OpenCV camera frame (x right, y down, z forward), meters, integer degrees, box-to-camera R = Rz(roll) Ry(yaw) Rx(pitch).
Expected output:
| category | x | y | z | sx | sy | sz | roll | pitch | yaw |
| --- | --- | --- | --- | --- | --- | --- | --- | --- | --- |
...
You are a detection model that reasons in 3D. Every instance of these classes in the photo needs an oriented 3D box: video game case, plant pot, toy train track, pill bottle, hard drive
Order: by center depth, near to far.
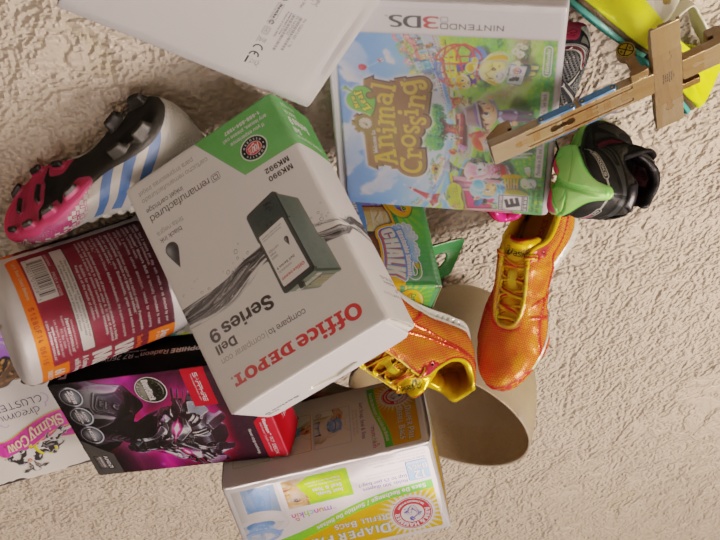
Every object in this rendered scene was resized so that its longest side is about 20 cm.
| category | x | y | z | sx | sy | sz | roll | pitch | yaw |
| --- | --- | --- | --- | --- | --- | --- | --- | --- | --- |
| hard drive | -0.095 | -0.198 | 0.735 | 0.198 | 0.027 | 0.132 | 19 | 137 | -24 |
| toy train track | 0.185 | -0.138 | 0.790 | 0.198 | 0.033 | 0.115 | -24 | 146 | 4 |
| video game case | 0.066 | -0.129 | 0.832 | 0.179 | 0.022 | 0.202 | 5 | 136 | 9 |
| pill bottle | -0.213 | 0.015 | 0.915 | 0.198 | 0.110 | 0.110 | -20 | 151 | -24 |
| plant pot | 0.102 | 0.095 | 1.110 | 0.198 | 0.136 | 0.201 | 18 | 150 | 11 |

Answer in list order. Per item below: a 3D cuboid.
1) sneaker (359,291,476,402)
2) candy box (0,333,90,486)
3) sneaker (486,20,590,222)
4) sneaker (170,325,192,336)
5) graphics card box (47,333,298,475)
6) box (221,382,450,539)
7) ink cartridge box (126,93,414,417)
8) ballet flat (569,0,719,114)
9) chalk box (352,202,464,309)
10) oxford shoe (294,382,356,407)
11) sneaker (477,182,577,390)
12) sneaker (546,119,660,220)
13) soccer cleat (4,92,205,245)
| category | x | y | z | sx | sy | sz | roll | pitch | yaw |
| --- | --- | --- | --- | --- | --- | --- | --- | --- | --- |
| sneaker | 0.030 | 0.065 | 0.905 | 0.198 | 0.078 | 0.073 | 17 | 139 | -33 |
| candy box | -0.335 | 0.106 | 1.032 | 0.165 | 0.072 | 0.202 | -16 | 124 | 8 |
| sneaker | 0.147 | -0.125 | 0.885 | 0.079 | 0.076 | 0.201 | -2 | 144 | -12 |
| sneaker | -0.195 | 0.041 | 1.035 | 0.198 | 0.079 | 0.079 | 21 | 144 | -37 |
| graphics card box | -0.168 | 0.120 | 0.960 | 0.197 | 0.051 | 0.127 | -7 | 129 | 13 |
| box | -0.022 | 0.193 | 1.011 | 0.197 | 0.102 | 0.114 | -14 | 121 | 4 |
| ink cartridge box | -0.069 | -0.008 | 0.819 | 0.145 | 0.202 | 0.084 | -31 | 165 | 10 |
| ballet flat | 0.232 | -0.193 | 0.833 | 0.199 | 0.067 | 0.067 | 26 | 111 | -44 |
| chalk box | 0.000 | 0.000 | 0.980 | 0.197 | 0.125 | 0.126 | -1 | 145 | -13 |
| oxford shoe | -0.022 | 0.137 | 1.082 | 0.197 | 0.074 | 0.072 | 16 | 116 | -12 |
| sneaker | 0.145 | 0.011 | 0.982 | 0.072 | 0.203 | 0.077 | 6 | 162 | 34 |
| sneaker | 0.210 | -0.077 | 0.888 | 0.083 | 0.200 | 0.078 | 15 | 113 | 15 |
| soccer cleat | -0.210 | -0.067 | 0.876 | 0.198 | 0.071 | 0.086 | -30 | 141 | 25 |
